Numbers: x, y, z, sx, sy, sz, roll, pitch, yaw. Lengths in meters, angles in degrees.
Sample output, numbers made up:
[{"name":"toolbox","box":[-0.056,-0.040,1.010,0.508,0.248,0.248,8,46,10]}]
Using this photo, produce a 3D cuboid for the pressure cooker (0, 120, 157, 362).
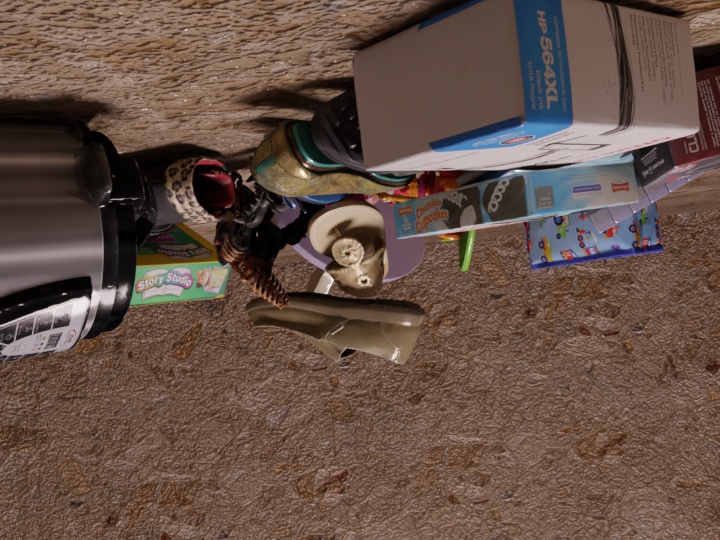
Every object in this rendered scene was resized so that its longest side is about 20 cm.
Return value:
[{"name":"pressure cooker","box":[-0.257,-0.028,0.630,0.198,0.181,0.175,-5,-159,-38]}]

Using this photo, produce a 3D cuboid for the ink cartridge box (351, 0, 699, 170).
[{"name":"ink cartridge box","box":[0.116,-0.121,0.564,0.198,0.085,0.145,-5,178,-39]}]

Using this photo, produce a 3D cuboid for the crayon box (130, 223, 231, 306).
[{"name":"crayon box","box":[-0.282,-0.023,0.982,0.172,0.059,0.199,34,-158,31]}]

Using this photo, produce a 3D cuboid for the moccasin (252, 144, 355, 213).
[{"name":"moccasin","box":[-0.044,-0.094,0.805,0.068,0.082,0.199,-4,179,32]}]

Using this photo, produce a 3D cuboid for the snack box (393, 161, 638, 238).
[{"name":"snack box","box":[0.128,-0.059,0.725,0.115,0.038,0.199,-8,-179,-28]}]

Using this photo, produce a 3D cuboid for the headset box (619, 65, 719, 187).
[{"name":"headset box","box":[0.330,-0.135,0.725,0.198,0.076,0.149,-15,177,8]}]

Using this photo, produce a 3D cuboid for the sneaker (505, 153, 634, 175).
[{"name":"sneaker","box":[0.201,-0.138,0.847,0.198,0.075,0.082,-2,147,-17]}]

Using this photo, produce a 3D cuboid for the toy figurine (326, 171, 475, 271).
[{"name":"toy figurine","box":[0.041,-0.094,0.959,0.182,0.152,0.200,6,-157,4]}]

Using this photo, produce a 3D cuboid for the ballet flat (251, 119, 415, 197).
[{"name":"ballet flat","box":[-0.022,-0.094,0.719,0.070,0.072,0.199,-9,180,32]}]

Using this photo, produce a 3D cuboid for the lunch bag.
[{"name":"lunch bag","box":[0.296,-0.085,1.135,0.199,0.152,0.094,-9,177,43]}]

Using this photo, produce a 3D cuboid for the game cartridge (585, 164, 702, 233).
[{"name":"game cartridge","box":[0.309,-0.107,0.940,0.129,0.039,0.200,-27,-168,14]}]

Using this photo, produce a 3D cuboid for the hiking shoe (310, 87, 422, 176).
[{"name":"hiking shoe","box":[0.039,-0.110,0.692,0.198,0.077,0.100,-7,174,-30]}]

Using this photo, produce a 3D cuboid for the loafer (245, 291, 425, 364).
[{"name":"loafer","box":[-0.031,0.061,0.870,0.198,0.068,0.076,4,-177,19]}]

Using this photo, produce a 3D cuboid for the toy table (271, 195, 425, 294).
[{"name":"toy table","box":[-0.029,-0.046,1.050,0.199,0.185,0.117,32,157,-14]}]

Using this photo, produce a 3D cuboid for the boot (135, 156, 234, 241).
[{"name":"boot","box":[-0.204,-0.074,0.868,0.149,0.074,0.200,-4,172,15]}]

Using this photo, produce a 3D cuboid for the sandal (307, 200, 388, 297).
[{"name":"sandal","box":[0.005,-0.003,0.864,0.077,0.070,0.212,-26,160,1]}]

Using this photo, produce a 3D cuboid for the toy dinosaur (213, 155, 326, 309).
[{"name":"toy dinosaur","box":[-0.106,-0.041,0.890,0.136,0.201,0.102,-46,157,23]}]

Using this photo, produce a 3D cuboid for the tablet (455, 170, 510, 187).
[{"name":"tablet","box":[0.180,-0.125,0.752,0.199,0.014,0.130,-27,177,11]}]
